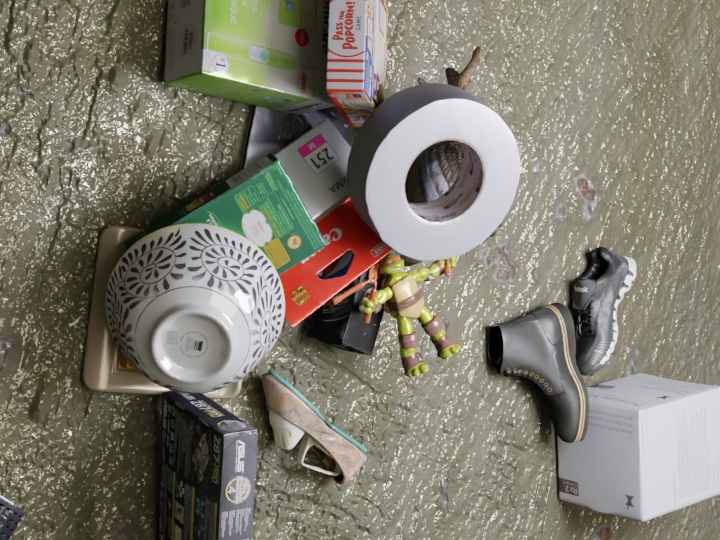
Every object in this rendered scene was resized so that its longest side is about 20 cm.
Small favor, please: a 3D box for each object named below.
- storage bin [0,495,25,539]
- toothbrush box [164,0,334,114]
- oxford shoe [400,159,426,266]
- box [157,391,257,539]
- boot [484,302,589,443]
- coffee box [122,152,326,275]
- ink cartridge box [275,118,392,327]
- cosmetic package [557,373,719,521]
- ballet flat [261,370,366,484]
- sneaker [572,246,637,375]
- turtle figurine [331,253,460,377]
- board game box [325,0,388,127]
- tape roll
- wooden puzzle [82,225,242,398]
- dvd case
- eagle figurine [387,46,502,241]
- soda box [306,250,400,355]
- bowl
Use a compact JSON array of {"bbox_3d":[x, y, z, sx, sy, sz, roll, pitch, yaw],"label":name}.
[{"bbox_3d":[-0.432,0.226,1.334,0.135,0.199,0.094,41,70,-33],"label":"storage bin"},{"bbox_3d":[-0.122,-0.275,1.611,0.199,0.086,0.147,9,81,-41],"label":"toothbrush box"},{"bbox_3d":[0.090,-0.094,1.812,0.070,0.073,0.202,27,73,-36],"label":"oxford shoe"},{"bbox_3d":[-0.176,0.251,1.552,0.049,0.161,0.202,-3,103,-30],"label":"box"},{"bbox_3d":[0.245,0.158,1.970,0.137,0.077,0.202,-11,88,-34],"label":"boot"},{"bbox_3d":[-0.152,-0.029,1.542,0.199,0.044,0.124,-33,116,-6],"label":"coffee box"},{"bbox_3d":[-0.061,-0.059,1.645,0.200,0.044,0.174,-37,85,-27],"label":"ink cartridge box"},{"bbox_3d":[0.417,0.258,2.051,0.199,0.164,0.167,-8,99,-39],"label":"cosmetic package"},{"bbox_3d":[-0.066,0.204,1.719,0.200,0.068,0.068,44,75,-31],"label":"ballet flat"},{"bbox_3d":[0.343,0.054,2.040,0.090,0.066,0.202,33,70,-33],"label":"sneaker"},{"bbox_3d":[0.051,0.047,1.718,0.199,0.064,0.163,-31,105,-35],"label":"turtle figurine"},{"bbox_3d":[-0.001,-0.261,1.622,0.200,0.046,0.153,37,55,-80],"label":"board game box"},{"bbox_3d":[0.087,-0.115,1.630,0.198,0.066,0.202,-9,116,-20],"label":"tape roll"},{"bbox_3d":[-0.214,0.052,1.592,0.198,0.037,0.187,8,90,-35],"label":"wooden puzzle"},{"bbox_3d":[-0.088,-0.104,1.705,0.148,0.016,0.202,14,85,-39],"label":"dvd case"},{"bbox_3d":[0.127,-0.153,1.754,0.151,0.151,0.201,-30,143,-17],"label":"eagle figurine"},{"bbox_3d":[0.000,0.000,1.748,0.071,0.063,0.202,27,76,-50],"label":"soda box"},{"bbox_3d":[-0.178,0.060,1.481,0.198,0.094,0.203,-2,115,-4],"label":"bowl"}]
